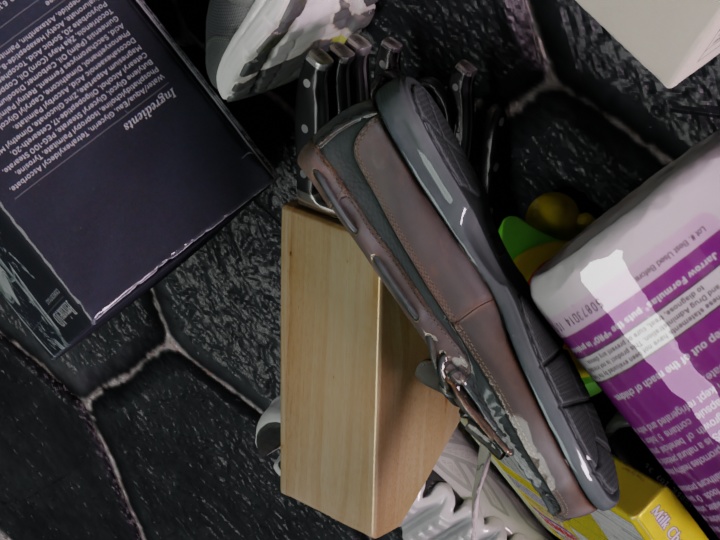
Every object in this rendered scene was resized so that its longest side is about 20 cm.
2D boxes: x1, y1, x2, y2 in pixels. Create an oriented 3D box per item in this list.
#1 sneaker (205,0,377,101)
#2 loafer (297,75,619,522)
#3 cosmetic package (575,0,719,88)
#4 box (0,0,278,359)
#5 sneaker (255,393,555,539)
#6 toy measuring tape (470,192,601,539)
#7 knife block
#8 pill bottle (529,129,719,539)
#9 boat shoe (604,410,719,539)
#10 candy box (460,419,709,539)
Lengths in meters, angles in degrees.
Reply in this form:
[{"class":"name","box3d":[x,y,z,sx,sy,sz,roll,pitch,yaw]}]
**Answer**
[{"class":"sneaker","box3d":[-0.034,-0.157,1.041,0.085,0.074,0.200,55,146,20]},{"class":"loafer","box3d":[0.041,0.019,0.965,0.063,0.072,0.200,-28,82,14]},{"class":"cosmetic package","box3d":[0.146,-0.163,0.771,0.073,0.104,0.200,46,146,11]},{"class":"box","box3d":[-0.161,-0.074,1.170,0.197,0.124,0.200,50,166,-2]},{"class":"sneaker","box3d":[0.044,0.107,1.195,0.200,0.081,0.075,37,146,-15]},{"class":"toy measuring tape","box3d":[0.086,0.058,1.016,0.074,0.200,0.074,6,157,3]},{"class":"knife block","box3d":[0.000,0.000,1.051,0.064,0.200,0.176,22,167,38]},{"class":"pill bottle","box3d":[0.170,0.051,0.942,0.200,0.112,0.112,52,147,0]},{"class":"boat shoe","box3d":[0.194,0.125,1.035,0.201,0.063,0.074,44,146,8]},{"class":"candy box","box3d":[0.111,0.111,1.075,0.102,0.026,0.200,50,171,-25]}]
